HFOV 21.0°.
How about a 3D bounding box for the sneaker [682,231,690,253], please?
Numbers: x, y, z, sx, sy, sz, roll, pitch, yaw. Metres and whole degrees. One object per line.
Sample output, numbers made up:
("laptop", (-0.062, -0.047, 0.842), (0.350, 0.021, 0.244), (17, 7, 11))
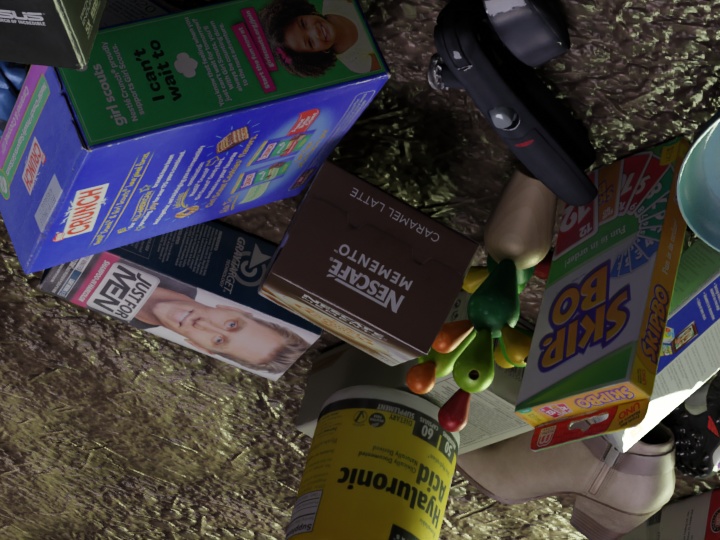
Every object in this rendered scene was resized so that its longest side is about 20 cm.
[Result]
("sneaker", (0.192, 0.031, 1.347), (0.087, 0.075, 0.200), (-15, 160, -1))

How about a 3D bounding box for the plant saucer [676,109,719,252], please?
("plant saucer", (0.286, -0.066, 1.146), (0.199, 0.028, 0.200), (0, 146, 0))

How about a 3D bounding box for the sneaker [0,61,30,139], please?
("sneaker", (-0.253, -0.130, 1.194), (0.200, 0.066, 0.078), (30, 135, -27))

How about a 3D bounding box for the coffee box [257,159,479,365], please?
("coffee box", (0.000, 0.000, 1.277), (0.114, 0.080, 0.200), (28, 173, -2))

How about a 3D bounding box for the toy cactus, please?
("toy cactus", (0.101, 0.013, 1.289), (0.102, 0.200, 0.166), (23, 114, 15))

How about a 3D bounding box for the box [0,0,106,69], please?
("box", (-0.194, -0.212, 0.963), (0.163, 0.201, 0.086), (8, 152, 12))

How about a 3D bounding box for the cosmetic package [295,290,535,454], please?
("cosmetic package", (0.051, 0.092, 1.508), (0.105, 0.071, 0.200), (32, 146, -27))

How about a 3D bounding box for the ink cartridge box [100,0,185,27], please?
("ink cartridge box", (-0.233, -0.181, 1.196), (0.199, 0.041, 0.200), (31, 146, -28))

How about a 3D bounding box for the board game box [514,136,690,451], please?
("board game box", (0.152, 0.014, 1.201), (0.030, 0.201, 0.095), (34, 145, -30))

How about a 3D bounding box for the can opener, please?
("can opener", (0.100, -0.099, 1.170), (0.078, 0.064, 0.200), (-3, 146, 27))

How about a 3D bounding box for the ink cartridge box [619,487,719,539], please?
("ink cartridge box", (0.281, 0.277, 1.653), (0.084, 0.145, 0.200), (29, 148, -25))

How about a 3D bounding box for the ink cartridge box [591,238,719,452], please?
("ink cartridge box", (0.224, 0.025, 1.258), (0.037, 0.200, 0.095), (48, 174, 39))

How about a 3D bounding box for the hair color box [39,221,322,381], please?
("hair color box", (-0.130, 0.008, 1.456), (0.199, 0.061, 0.100), (21, 150, -14))

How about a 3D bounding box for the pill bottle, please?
("pill bottle", (0.002, 0.196, 1.432), (0.111, 0.201, 0.111), (11, 150, 7))

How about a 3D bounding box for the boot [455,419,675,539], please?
("boot", (0.158, 0.130, 1.537), (0.199, 0.070, 0.147), (29, 137, 14))

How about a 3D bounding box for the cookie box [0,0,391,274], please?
("cookie box", (-0.107, -0.087, 1.163), (0.199, 0.075, 0.171), (-18, 164, -29))

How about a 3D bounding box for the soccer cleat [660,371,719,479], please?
("soccer cleat", (0.282, 0.106, 1.448), (0.073, 0.068, 0.200), (-19, 166, -16))
